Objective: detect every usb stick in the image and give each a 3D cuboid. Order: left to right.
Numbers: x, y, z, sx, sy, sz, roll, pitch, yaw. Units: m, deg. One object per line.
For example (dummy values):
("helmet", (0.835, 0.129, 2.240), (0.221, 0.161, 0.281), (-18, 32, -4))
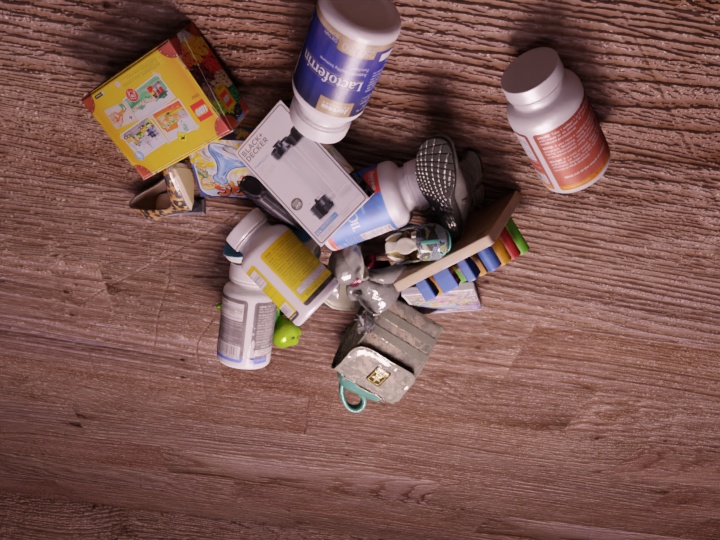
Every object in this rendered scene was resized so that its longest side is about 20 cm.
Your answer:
("usb stick", (-0.146, -0.111, 1.093), (0.055, 0.033, 0.200), (29, 176, 19))

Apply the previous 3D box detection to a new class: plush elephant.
("plush elephant", (0.000, 0.000, 1.218), (0.163, 0.201, 0.155), (-22, 117, 41))

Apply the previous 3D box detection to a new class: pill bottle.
("pill bottle", (-0.225, 0.084, 1.297), (0.111, 0.114, 0.205), (8, 102, -4))
("pill bottle", (-0.141, -0.010, 1.142), (0.200, 0.111, 0.111), (46, 134, -3))
("pill bottle", (-0.030, -0.281, 0.889), (0.113, 0.118, 0.201), (16, 141, -13))
("pill bottle", (0.023, -0.117, 1.085), (0.196, 0.114, 0.113), (-20, 136, 16))
("pill bottle", (0.280, -0.216, 0.931), (0.110, 0.114, 0.200), (-18, 136, 28))

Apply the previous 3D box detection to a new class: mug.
("mug", (0.007, 0.219, 1.463), (0.113, 0.188, 0.152), (24, 157, -17))

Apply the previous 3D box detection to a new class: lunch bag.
("lunch bag", (0.051, 0.162, 1.346), (0.162, 0.203, 0.117), (31, 175, -19))

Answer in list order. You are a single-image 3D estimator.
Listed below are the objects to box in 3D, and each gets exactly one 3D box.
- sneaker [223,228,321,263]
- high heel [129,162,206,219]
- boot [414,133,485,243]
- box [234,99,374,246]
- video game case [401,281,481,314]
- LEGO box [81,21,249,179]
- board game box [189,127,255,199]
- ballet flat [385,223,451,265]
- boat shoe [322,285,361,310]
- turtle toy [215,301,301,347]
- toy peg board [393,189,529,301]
("sneaker", (-0.173, -0.038, 1.251), (0.195, 0.078, 0.081), (-4, 144, 16))
("high heel", (-0.358, -0.136, 1.122), (0.139, 0.073, 0.200), (0, 164, -1))
("boot", (0.150, -0.155, 1.024), (0.067, 0.131, 0.202), (14, 141, 29))
("box", (-0.087, -0.152, 1.006), (0.116, 0.060, 0.200), (-41, 94, 18))
("video game case", (0.169, 0.059, 1.309), (0.140, 0.018, 0.200), (-6, 165, 14))
("LEGO box", (-0.293, -0.249, 0.968), (0.197, 0.078, 0.150), (-19, 120, 28))
("board game box", (-0.190, -0.181, 1.103), (0.195, 0.035, 0.137), (3, 142, 4))
("ballet flat", (0.077, -0.044, 1.067), (0.073, 0.076, 0.199), (19, 168, -17))
("boat shoe", (-0.085, 0.035, 1.355), (0.196, 0.073, 0.067), (16, 179, -23))
("turtle toy", (-0.224, 0.108, 1.420), (0.196, 0.103, 0.147), (15, 142, -11))
("toy peg board", (0.189, -0.020, 1.104), (0.198, 0.199, 0.099), (-29, 101, 36))
